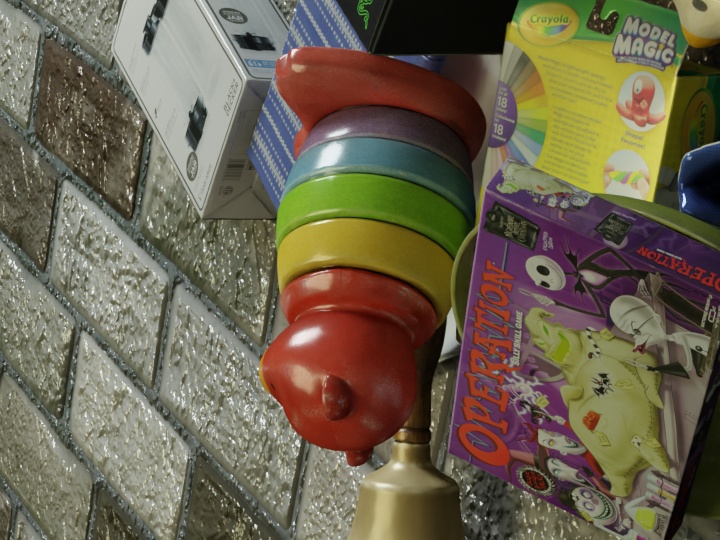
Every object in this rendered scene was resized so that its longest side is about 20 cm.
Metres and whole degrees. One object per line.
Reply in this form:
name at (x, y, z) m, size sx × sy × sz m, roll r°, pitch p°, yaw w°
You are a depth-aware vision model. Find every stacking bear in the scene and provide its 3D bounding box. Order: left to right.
stacking bear at (0.000, 0.000, 1.215) m, size 0.122 × 0.113 × 0.200 m, roll 76°, pitch -159°, yaw -60°

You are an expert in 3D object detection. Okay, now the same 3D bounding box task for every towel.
towel at (-0.009, -0.099, 1.389) m, size 0.145 × 0.024 × 0.200 m, roll 61°, pitch 143°, yaw 37°

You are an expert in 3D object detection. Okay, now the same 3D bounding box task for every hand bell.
hand bell at (0.031, 0.084, 1.291) m, size 0.104 × 0.104 × 0.201 m, roll 11°, pitch 98°, yaw 60°

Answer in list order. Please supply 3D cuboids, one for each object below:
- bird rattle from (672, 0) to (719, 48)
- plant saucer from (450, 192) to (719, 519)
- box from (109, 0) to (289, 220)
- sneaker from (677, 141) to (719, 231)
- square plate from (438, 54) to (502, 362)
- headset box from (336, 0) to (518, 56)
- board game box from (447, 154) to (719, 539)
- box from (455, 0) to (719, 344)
bird rattle at (0.183, -0.187, 1.045) m, size 0.200 × 0.113 × 0.163 m, roll -16°, pitch 97°, yaw 35°
plant saucer at (0.136, 0.035, 1.069) m, size 0.200 × 0.031 × 0.200 m, roll 23°, pitch 143°, yaw 19°
box at (-0.100, -0.139, 1.567) m, size 0.200 × 0.060 × 0.117 m, roll 58°, pitch 138°, yaw 43°
sneaker at (0.214, -0.034, 0.974) m, size 0.200 × 0.088 × 0.076 m, roll -13°, pitch 77°, yaw 59°
square plate at (0.047, -0.046, 1.335) m, size 0.198 × 0.028 × 0.201 m, roll -26°, pitch 67°, yaw 59°
headset box at (0.035, -0.232, 1.223) m, size 0.200 × 0.093 × 0.174 m, roll 61°, pitch 142°, yaw 38°
board game box at (0.104, 0.044, 1.059) m, size 0.120 × 0.032 × 0.200 m, roll 29°, pitch 145°, yaw 19°
box at (0.116, -0.042, 1.166) m, size 0.117 × 0.048 × 0.201 m, roll 24°, pitch 114°, yaw 42°
